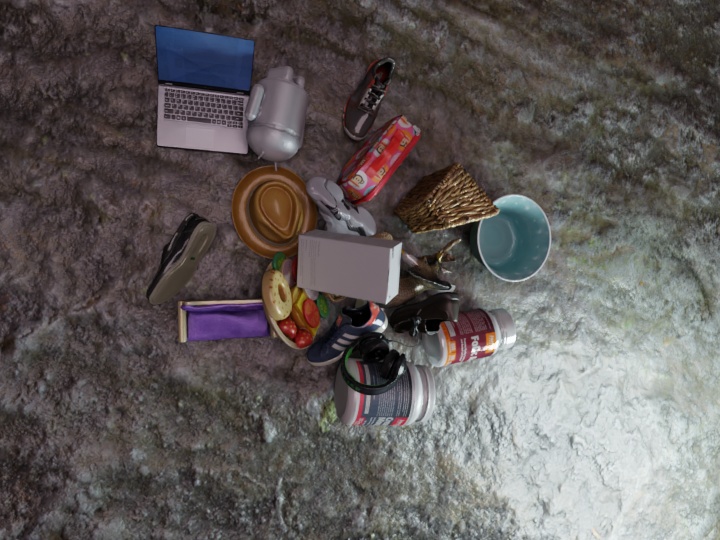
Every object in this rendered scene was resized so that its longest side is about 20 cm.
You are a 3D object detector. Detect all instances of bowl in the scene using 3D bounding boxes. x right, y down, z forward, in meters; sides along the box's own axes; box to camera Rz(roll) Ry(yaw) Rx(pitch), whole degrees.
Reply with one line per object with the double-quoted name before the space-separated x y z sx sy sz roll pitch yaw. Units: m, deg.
"bowl" 0.342 -0.076 1.253 0.198 0.105 0.204 0 91 -18

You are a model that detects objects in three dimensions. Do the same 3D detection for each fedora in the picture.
"fedora" -0.177 -0.125 1.104 0.197 0.082 0.204 0 92 -17

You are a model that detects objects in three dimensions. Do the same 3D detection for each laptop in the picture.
"laptop" -0.311 -0.351 1.043 0.184 0.116 0.203 2 90 -16

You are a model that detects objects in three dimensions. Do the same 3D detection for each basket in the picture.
"basket" 0.180 -0.124 1.153 0.149 0.200 0.143 45 78 -13

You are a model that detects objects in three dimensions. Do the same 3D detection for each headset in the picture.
"headset" 0.050 0.169 1.079 0.199 0.095 0.123 -30 56 -32

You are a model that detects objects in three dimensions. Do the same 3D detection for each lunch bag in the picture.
"lunch bag" 0.038 -0.239 1.120 0.082 0.176 0.201 40 80 -13

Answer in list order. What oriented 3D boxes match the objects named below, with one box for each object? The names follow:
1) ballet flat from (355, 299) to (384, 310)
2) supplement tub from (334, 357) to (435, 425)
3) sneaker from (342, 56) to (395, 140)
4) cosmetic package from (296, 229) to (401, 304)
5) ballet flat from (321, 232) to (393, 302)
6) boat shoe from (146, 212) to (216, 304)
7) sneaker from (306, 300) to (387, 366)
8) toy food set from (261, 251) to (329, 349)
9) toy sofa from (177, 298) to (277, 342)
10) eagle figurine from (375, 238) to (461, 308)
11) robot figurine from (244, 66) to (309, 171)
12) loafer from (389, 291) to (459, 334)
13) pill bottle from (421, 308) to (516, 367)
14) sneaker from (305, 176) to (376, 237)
"ballet flat" 0.034 0.048 1.182 0.069 0.069 0.203 13 87 -17
"supplement tub" 0.050 0.268 1.151 0.197 0.140 0.143 6 89 -17
"sneaker" 0.021 -0.390 1.162 0.076 0.082 0.203 23 84 -16
"cosmetic package" -0.023 -0.011 1.040 0.197 0.081 0.115 11 106 18
"ballet flat" 0.000 0.000 1.125 0.200 0.065 0.070 -45 110 3
"boat shoe" -0.374 -0.023 1.065 0.067 0.072 0.201 32 88 22
"sneaker" -0.042 0.128 1.128 0.199 0.075 0.085 -33 131 2
"toy food set" -0.136 0.061 1.080 0.048 0.199 0.202 -17 116 23
"toy sofa" -0.270 0.100 1.073 0.197 0.097 0.084 -1 91 -18
"eagle figurine" 0.128 0.016 1.147 0.149 0.200 0.153 22 128 16
"robot figurine" -0.172 -0.315 1.085 0.169 0.112 0.203 21 78 -53
"loafer" 0.137 0.108 1.148 0.072 0.199 0.072 8 64 -35
"pill bottle" 0.254 0.152 1.225 0.197 0.114 0.116 -9 93 -16
"sneaker" -0.065 -0.110 1.106 0.199 0.114 0.076 33 38 -40
